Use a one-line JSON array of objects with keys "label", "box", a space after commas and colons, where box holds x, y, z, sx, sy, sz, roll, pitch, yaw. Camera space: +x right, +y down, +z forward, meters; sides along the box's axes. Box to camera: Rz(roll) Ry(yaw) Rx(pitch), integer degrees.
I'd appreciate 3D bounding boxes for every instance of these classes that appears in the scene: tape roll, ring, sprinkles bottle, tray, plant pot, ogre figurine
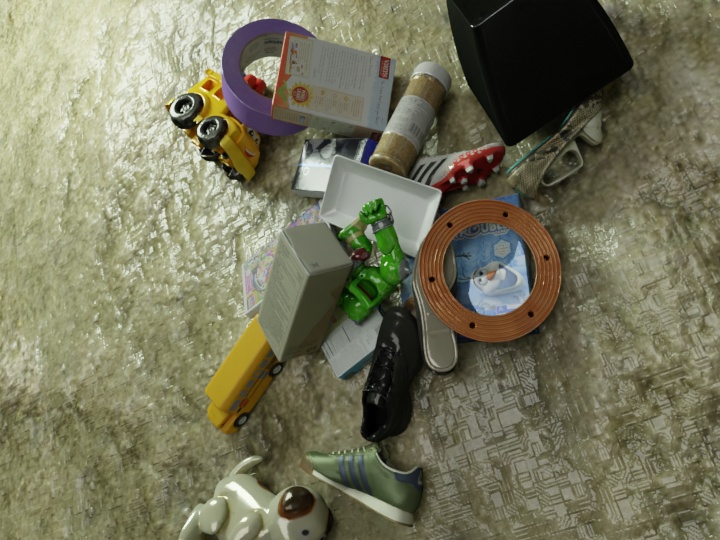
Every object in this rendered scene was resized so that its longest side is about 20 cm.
[{"label": "tape roll", "box": [-0.152, -0.350, 1.072, 0.195, 0.066, 0.205, 4, 71, -11]}, {"label": "ring", "box": [0.177, -0.001, 0.819, 0.195, 0.019, 0.205, -1, 74, 3]}, {"label": "sprinkles bottle", "box": [0.081, -0.238, 0.950, 0.067, 0.069, 0.203, 14, 67, 29]}, {"label": "tray", "box": [0.030, -0.102, 0.926, 0.197, 0.022, 0.110, 23, 106, 25]}, {"label": "plant pot", "box": [0.230, -0.342, 0.834, 0.198, 0.177, 0.202, -31, 44, 16]}, {"label": "ogre figurine", "box": [0.000, 0.000, 0.893, 0.199, 0.098, 0.121, -42, 76, 18]}]

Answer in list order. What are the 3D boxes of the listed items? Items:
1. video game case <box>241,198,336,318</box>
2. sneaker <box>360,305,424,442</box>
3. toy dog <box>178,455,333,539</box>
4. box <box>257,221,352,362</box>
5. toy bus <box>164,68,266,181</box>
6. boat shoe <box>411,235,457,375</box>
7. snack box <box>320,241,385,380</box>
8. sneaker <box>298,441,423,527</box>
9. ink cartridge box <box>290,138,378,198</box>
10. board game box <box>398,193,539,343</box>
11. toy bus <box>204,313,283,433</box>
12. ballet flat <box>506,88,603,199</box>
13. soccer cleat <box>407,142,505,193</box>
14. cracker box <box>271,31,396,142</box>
[{"label": "video game case", "box": [-0.127, -0.023, 1.024, 0.199, 0.018, 0.144, -37, 36, 14]}, {"label": "sneaker", "box": [0.042, 0.154, 0.852, 0.075, 0.090, 0.205, 10, 99, 29]}, {"label": "toy dog", "box": [-0.138, 0.385, 0.900, 0.196, 0.141, 0.196, -9, 36, 26]}, {"label": "box", "box": [-0.089, 0.035, 0.888, 0.096, 0.076, 0.202, 55, 141, 29]}, {"label": "toy bus", "box": [-0.244, -0.298, 1.144, 0.199, 0.136, 0.192, 37, 78, 28]}, {"label": "boat shoe", "box": [0.107, 0.049, 0.847, 0.065, 0.057, 0.205, -1, 72, 3]}, {"label": "snack box", "box": [-0.032, 0.061, 0.973, 0.115, 0.037, 0.202, -37, 63, 12]}, {"label": "sneaker", "box": [0.007, 0.292, 0.878, 0.197, 0.067, 0.091, 18, 77, 30]}, {"label": "ink cartridge box", "box": [-0.032, -0.175, 1.018, 0.197, 0.039, 0.102, 9, 80, 40]}, {"label": "board game box", "box": [0.155, 0.004, 0.888, 0.196, 0.043, 0.204, -11, 71, 25]}, {"label": "toy bus", "box": [-0.195, 0.177, 1.002, 0.065, 0.078, 0.202, 37, 94, 30]}, {"label": "ballet flat", "box": [0.299, -0.184, 0.857, 0.075, 0.068, 0.201, 42, 94, 9]}, {"label": "soccer cleat", "box": [0.131, -0.156, 0.932, 0.198, 0.068, 0.087, -30, 60, 22]}, {"label": "cracker box", "box": [-0.045, -0.310, 1.012, 0.195, 0.058, 0.137, 11, 78, -9]}]
